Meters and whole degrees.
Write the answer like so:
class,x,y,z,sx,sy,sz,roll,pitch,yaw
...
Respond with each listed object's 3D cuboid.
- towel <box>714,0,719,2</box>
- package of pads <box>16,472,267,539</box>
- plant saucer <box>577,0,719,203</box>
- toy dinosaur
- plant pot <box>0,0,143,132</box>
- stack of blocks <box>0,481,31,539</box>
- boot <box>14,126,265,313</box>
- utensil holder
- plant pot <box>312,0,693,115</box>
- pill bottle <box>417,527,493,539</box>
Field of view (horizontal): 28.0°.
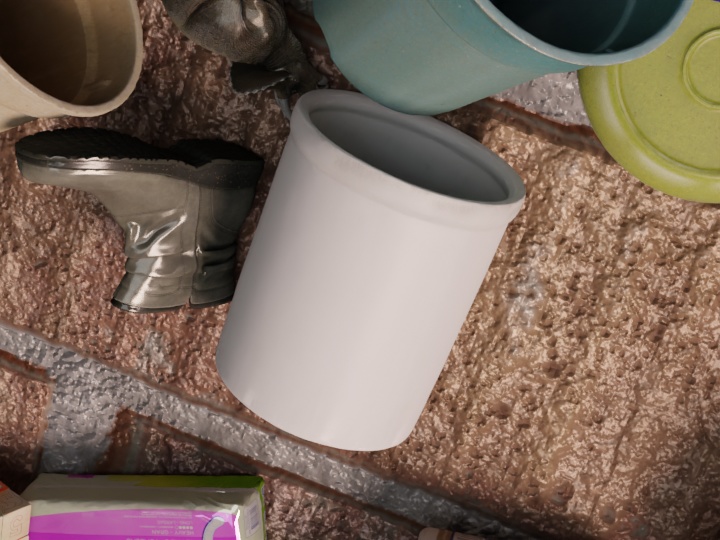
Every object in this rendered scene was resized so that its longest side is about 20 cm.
class,x,y,z,sx,sy,sz,roll,pitch,yaw
towel,0.262,-0.243,0.930,0.198,0.050,0.149,20,92,7
package of pads,-0.171,0.248,1.174,0.198,0.068,0.156,-1,105,12
plant saucer,0.249,-0.141,0.994,0.198,0.031,0.202,3,108,10
toy dinosaur,-0.099,-0.193,1.019,0.200,0.077,0.102,39,110,-2
plant pot,-0.288,-0.169,1.018,0.182,0.200,0.202,-22,102,27
stack of blocks,-0.335,0.258,1.183,0.115,0.058,0.202,27,118,32
boot,-0.160,-0.028,1.037,0.068,0.199,0.132,33,114,47
utensil holder,0.000,0.000,1.013,0.169,0.170,0.201,24,111,3
plant pot,0.075,-0.194,0.901,0.201,0.200,0.196,53,151,-7
pill bottle,0.132,0.269,1.099,0.198,0.111,0.112,11,109,8
